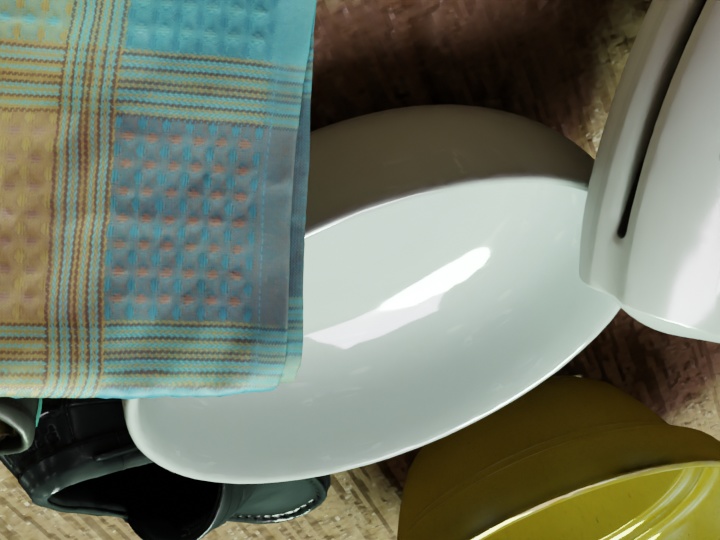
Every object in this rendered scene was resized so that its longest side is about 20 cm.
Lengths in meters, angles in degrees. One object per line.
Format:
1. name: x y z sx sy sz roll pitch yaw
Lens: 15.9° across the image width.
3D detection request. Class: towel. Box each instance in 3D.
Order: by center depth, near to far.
1. towel: -0.097 -0.034 0.754 0.200 0.147 0.022 1 -174 -37

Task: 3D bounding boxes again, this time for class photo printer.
1. photo printer: 0.164 -0.050 0.905 0.200 0.069 0.167 9 105 -46

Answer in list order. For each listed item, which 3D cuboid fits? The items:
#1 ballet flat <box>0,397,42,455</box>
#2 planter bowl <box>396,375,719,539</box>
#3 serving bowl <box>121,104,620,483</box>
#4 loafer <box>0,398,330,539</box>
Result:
1. ballet flat: -0.206 0.066 0.905 0.200 0.069 0.068 -19 153 -6
2. planter bowl: 0.082 0.106 1.175 0.200 0.084 0.201 -18 152 -10
3. serving bowl: 0.000 0.000 0.944 0.200 0.066 0.200 -18 153 -10
4. loafer: -0.076 0.081 1.026 0.068 0.071 0.200 -34 151 22
